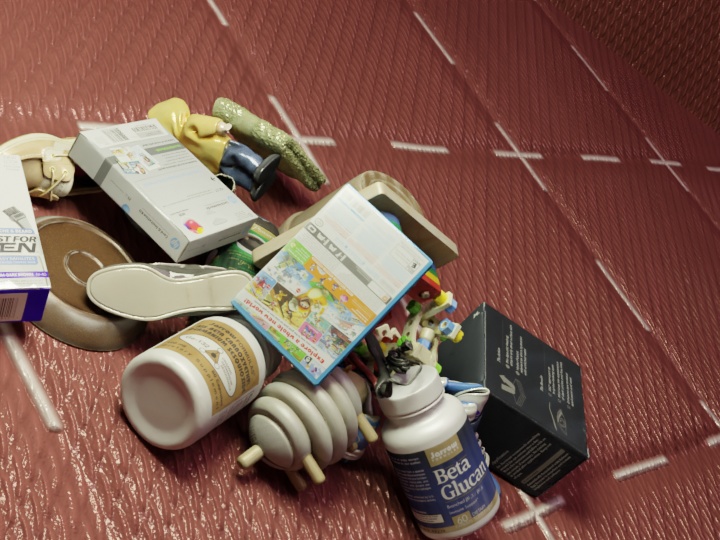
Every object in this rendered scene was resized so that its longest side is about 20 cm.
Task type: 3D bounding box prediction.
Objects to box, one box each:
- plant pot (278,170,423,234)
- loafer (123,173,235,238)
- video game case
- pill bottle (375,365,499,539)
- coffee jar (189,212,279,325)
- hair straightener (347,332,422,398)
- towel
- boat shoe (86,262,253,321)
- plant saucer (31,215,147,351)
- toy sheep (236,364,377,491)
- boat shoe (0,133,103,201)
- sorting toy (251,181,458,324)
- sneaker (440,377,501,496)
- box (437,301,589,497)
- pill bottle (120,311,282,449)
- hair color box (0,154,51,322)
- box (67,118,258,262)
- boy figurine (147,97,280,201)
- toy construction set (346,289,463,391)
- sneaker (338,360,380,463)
[{"bbox_3d":[-0.005,-0.042,1.728,0.199,0.174,0.201,28,35,-22],"label":"plant pot"},{"bbox_3d":[-0.240,-0.098,1.621,0.075,0.070,0.200,49,31,9],"label":"loafer"},{"bbox_3d":[-0.033,0.015,1.412,0.143,0.200,0.018,43,-9,11],"label":"video game case"},{"bbox_3d":[0.092,0.224,1.501,0.201,0.110,0.111,67,26,-18],"label":"pill bottle"},{"bbox_3d":[-0.161,0.005,1.573,0.104,0.085,0.201,27,35,-20],"label":"coffee jar"},{"bbox_3d":[0.030,0.106,1.499,0.041,0.077,0.200,53,-2,-15],"label":"hair straightener"},{"bbox_3d":[-0.133,-0.181,1.777,0.148,0.037,0.200,31,-6,20],"label":"towel"},{"bbox_3d":[-0.224,0.025,1.424,0.198,0.057,0.067,0,91,-17],"label":"boat shoe"},{"bbox_3d":[-0.332,0.006,1.429,0.199,0.032,0.201,30,32,-21],"label":"plant saucer"},{"bbox_3d":[-0.066,0.181,1.434,0.200,0.138,0.138,-33,77,-39],"label":"toy sheep"},{"bbox_3d":[-0.378,-0.122,1.487,0.069,0.074,0.200,46,30,17],"label":"boat shoe"},{"bbox_3d":[0.000,0.000,1.538,0.199,0.199,0.070,36,35,-48],"label":"sorting toy"},{"bbox_3d":[0.142,0.223,1.599,0.200,0.147,0.081,37,32,-11],"label":"sneaker"},{"bbox_3d":[0.219,0.187,1.761,0.199,0.117,0.197,34,32,-17],"label":"box"},{"bbox_3d":[-0.175,0.117,1.393,0.114,0.114,0.200,47,31,6],"label":"pill bottle"},{"bbox_3d":[-0.417,-0.038,1.328,0.109,0.065,0.201,-2,49,-30],"label":"hair color box"},{"bbox_3d":[-0.244,-0.105,1.509,0.200,0.041,0.156,42,28,12],"label":"box"},{"bbox_3d":[-0.213,-0.174,1.710,0.199,0.125,0.064,32,53,13],"label":"boy figurine"},{"bbox_3d":[0.052,0.101,1.632,0.092,0.200,0.132,33,66,-14],"label":"toy construction set"},{"bbox_3d":[-0.025,0.149,1.565,0.075,0.077,0.201,9,44,-41],"label":"sneaker"}]
